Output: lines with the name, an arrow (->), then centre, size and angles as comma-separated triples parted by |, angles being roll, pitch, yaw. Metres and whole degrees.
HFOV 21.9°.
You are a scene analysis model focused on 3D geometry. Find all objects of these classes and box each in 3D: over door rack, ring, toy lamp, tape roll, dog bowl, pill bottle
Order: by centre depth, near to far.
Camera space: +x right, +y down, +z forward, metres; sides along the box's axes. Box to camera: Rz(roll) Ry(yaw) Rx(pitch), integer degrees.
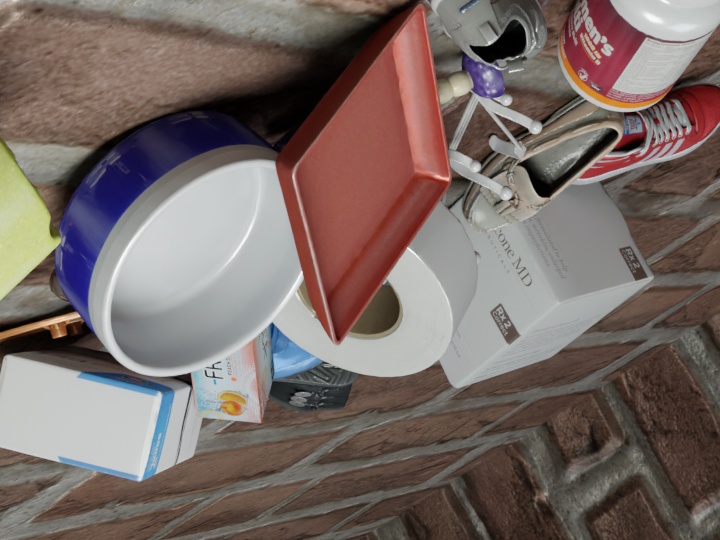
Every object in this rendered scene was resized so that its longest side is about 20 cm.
dog bowl -> -0.132, -0.020, 1.434 | 0.200, 0.079, 0.200 | -27, 140, -25
pill bottle -> 0.240, -0.220, 1.525 | 0.109, 0.110, 0.200 | -23, 164, -20
toy lamp -> 0.022, -0.128, 1.544 | 0.200, 0.058, 0.058 | -26, 165, -12
ring -> -0.251, 0.048, 1.588 | 0.200, 0.019, 0.200 | -16, 180, 0
tape roll -> 0.000, 0.000, 1.649 | 0.202, 0.202, 0.071 | -46, -169, 50
over door rack -> 0.114, -0.076, 1.733 | 0.148, 0.066, 0.200 | -64, 166, -6

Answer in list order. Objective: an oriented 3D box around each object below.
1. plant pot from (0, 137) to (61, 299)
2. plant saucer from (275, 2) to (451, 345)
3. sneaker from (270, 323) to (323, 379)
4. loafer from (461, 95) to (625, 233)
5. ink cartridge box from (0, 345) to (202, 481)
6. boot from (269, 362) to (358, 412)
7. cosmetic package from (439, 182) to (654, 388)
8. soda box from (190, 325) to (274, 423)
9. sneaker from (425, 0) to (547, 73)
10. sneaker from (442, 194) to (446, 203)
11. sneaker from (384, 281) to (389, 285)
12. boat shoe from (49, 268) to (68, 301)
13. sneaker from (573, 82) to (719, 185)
plant pot -> -0.293, -0.018, 1.138 | 0.184, 0.201, 0.200 | -37, 167, -12
plant saucer -> 0.001, -0.077, 1.449 | 0.200, 0.037, 0.200 | -55, 149, -32
sneaker -> -0.121, 0.059, 1.758 | 0.199, 0.066, 0.078 | 6, 160, -9
loafer -> 0.181, -0.102, 1.861 | 0.200, 0.072, 0.063 | -40, -155, 19
ink cartridge box -> -0.230, 0.125, 1.678 | 0.144, 0.085, 0.200 | 13, -178, 8
boot -> -0.085, 0.098, 1.945 | 0.164, 0.066, 0.200 | 18, 170, -2
cosmetic package -> 0.174, 0.000, 2.033 | 0.165, 0.165, 0.200 | -14, 159, -41
soda box -> -0.118, 0.046, 1.653 | 0.063, 0.069, 0.200 | 6, 136, 8
sneaker -> 0.104, -0.183, 1.454 | 0.075, 0.082, 0.200 | -33, 164, 18
sneaker -> -0.012, -0.037, 1.740 | 0.200, 0.077, 0.111 | -32, 169, 4
sneaker -> -0.051, 0.009, 1.871 | 0.200, 0.075, 0.088 | 11, 97, -44
boat shoe -> -0.164, -0.024, 1.538 | 0.200, 0.072, 0.059 | -27, -173, -30
sneaker -> 0.301, -0.153, 1.933 | 0.200, 0.071, 0.113 | -24, 168, -7
